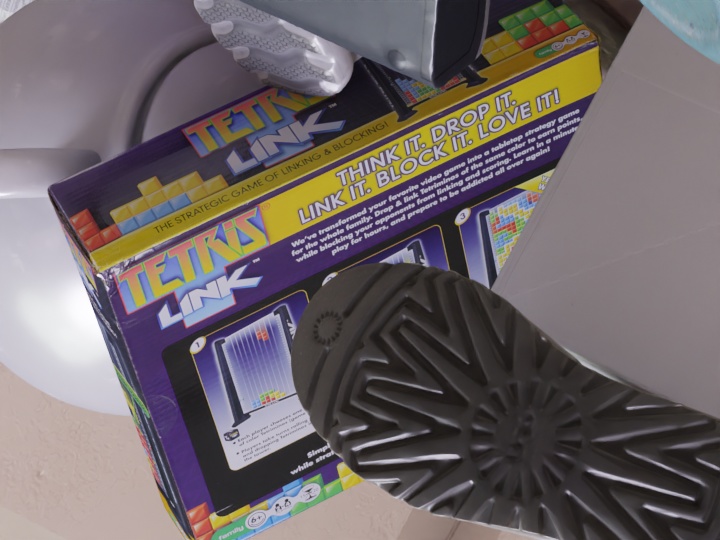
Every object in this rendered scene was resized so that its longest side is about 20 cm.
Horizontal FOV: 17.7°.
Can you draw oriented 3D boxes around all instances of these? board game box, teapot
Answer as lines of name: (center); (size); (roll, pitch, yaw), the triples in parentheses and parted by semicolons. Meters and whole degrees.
board game box: (0.000, 0.000, 0.870); (0.057, 0.199, 0.166); (53, 163, 44)
teapot: (-0.072, -0.034, 0.935); (0.146, 0.200, 0.198); (-7, 131, 53)

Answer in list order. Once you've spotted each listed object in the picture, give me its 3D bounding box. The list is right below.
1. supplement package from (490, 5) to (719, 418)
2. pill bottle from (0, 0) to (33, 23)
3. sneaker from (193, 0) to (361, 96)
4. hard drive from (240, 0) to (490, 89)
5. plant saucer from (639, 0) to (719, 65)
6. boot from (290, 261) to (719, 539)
supplement package: (0.177, 0.017, 0.793); (0.191, 0.148, 0.200); (27, 174, 24)
pill bottle: (-0.147, -0.150, 1.093); (0.199, 0.112, 0.112); (29, 174, 6)
sneaker: (-0.044, -0.155, 0.772); (0.074, 0.082, 0.201); (12, 144, 36)
hard drive: (-0.049, -0.151, 0.674); (0.199, 0.033, 0.140); (27, 135, 25)
plant saucer: (0.062, -0.102, 0.509); (0.201, 0.039, 0.201); (53, 180, 1)
boot: (0.084, 0.074, 0.749); (0.181, 0.073, 0.200); (29, 179, 24)
